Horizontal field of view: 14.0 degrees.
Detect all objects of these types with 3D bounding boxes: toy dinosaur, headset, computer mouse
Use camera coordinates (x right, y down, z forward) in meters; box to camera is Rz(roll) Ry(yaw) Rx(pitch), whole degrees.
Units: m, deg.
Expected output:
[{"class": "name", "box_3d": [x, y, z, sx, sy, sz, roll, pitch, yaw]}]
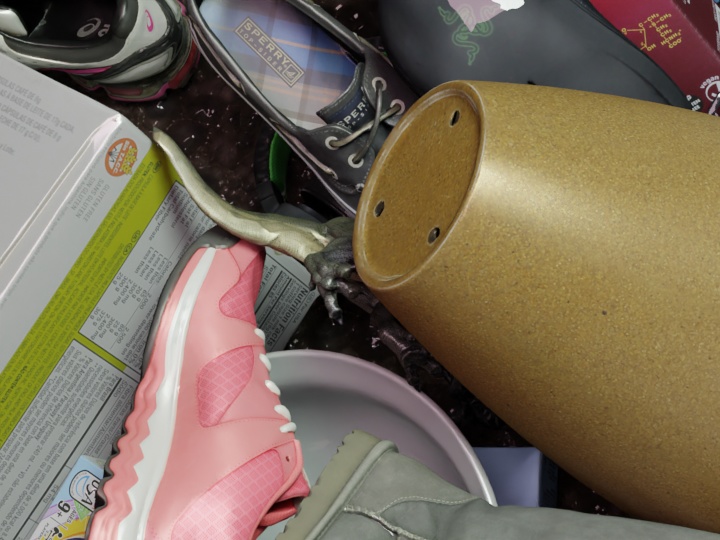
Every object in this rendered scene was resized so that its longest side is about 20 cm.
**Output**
[{"class": "toy dinosaur", "box_3d": [0.000, 0.000, 1.273, 0.047, 0.200, 0.088, -57, 31, 24]}, {"class": "headset", "box_3d": [0.024, -0.020, 1.422, 0.123, 0.094, 0.200, -24, 56, 7]}, {"class": "computer mouse", "box_3d": [0.095, -0.077, 1.302, 0.200, 0.053, 0.139, 37, 104, -18]}]

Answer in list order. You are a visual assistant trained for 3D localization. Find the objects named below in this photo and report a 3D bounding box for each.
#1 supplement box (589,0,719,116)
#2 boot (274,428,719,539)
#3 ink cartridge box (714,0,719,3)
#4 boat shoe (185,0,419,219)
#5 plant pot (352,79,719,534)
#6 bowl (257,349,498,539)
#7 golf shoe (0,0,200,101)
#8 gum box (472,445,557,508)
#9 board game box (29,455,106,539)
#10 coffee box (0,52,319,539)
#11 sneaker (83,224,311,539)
[{"class": "supplement box", "box_3d": [0.085, -0.129, 1.349, 0.109, 0.200, 0.061, -32, 27, 23]}, {"class": "boot", "box_3d": [0.055, 0.155, 1.176, 0.200, 0.073, 0.182, 22, 59, 16]}, {"class": "ink cartridge box", "box_3d": [0.088, -0.222, 1.395, 0.200, 0.147, 0.086, 13, 57, 17]}, {"class": "boat shoe", "box_3d": [-0.006, -0.077, 1.355, 0.070, 0.066, 0.200, -45, 75, 1]}, {"class": "plant pot", "box_3d": [0.103, 0.004, 1.220, 0.186, 0.200, 0.187, -42, 36, 40]}, {"class": "bowl", "box_3d": [-0.014, 0.141, 1.313, 0.201, 0.090, 0.201, -4, 79, 22]}, {"class": "golf shoe", "box_3d": [-0.184, -0.135, 1.483, 0.200, 0.092, 0.073, 5, 79, 17]}, {"class": "gum box", "box_3d": [0.004, 0.184, 1.376, 0.170, 0.045, 0.200, -1, 75, 15]}, {"class": "board game box", "box_3d": [-0.117, 0.201, 1.277, 0.134, 0.034, 0.200, 32, 93, 24]}, {"class": "coffee box", "box_3d": [-0.179, 0.015, 1.366, 0.200, 0.198, 0.200, 29, 84, 36]}, {"class": "sneaker", "box_3d": [-0.059, 0.072, 1.257, 0.087, 0.074, 0.200, 16, 59, 0]}]
